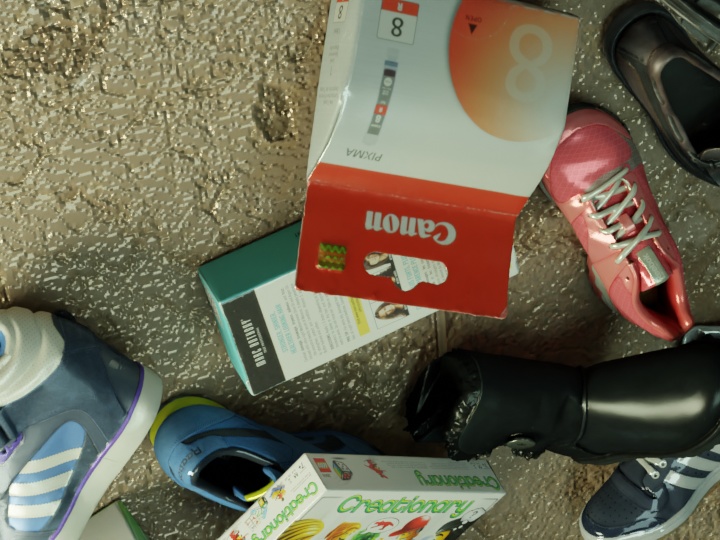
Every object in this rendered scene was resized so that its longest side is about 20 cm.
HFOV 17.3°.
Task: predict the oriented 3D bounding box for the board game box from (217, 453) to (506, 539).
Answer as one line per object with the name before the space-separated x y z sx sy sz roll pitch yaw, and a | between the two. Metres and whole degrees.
board game box | -0.005 0.176 1.619 0.200 0.035 0.126 7 134 -50

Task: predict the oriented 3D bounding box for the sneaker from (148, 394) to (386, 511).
sneaker | -0.051 0.144 1.609 0.200 0.078 0.066 18 109 -34

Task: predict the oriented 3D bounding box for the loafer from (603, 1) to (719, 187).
loafer | 0.235 -0.101 1.592 0.072 0.063 0.200 -45 128 7

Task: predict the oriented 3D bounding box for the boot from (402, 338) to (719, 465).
boot | 0.143 0.089 1.612 0.168 0.200 0.077 8 72 -31

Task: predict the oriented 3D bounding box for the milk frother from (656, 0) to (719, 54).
milk frother | 0.236 -0.241 1.418 0.180 0.200 0.188 6 117 -23

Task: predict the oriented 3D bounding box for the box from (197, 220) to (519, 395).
box | 0.000 0.000 1.556 0.200 0.049 0.082 -24 126 -9

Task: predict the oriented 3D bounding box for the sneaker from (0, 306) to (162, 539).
sneaker | -0.235 0.111 1.509 0.146 0.081 0.200 28 109 -27

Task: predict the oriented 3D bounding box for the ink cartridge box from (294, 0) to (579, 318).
ink cartridge box | 0.048 -0.077 1.480 0.162 0.050 0.200 8 86 -28

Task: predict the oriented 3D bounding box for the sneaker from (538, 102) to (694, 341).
sneaker | 0.182 -0.031 1.597 0.074 0.087 0.200 -34 128 -3

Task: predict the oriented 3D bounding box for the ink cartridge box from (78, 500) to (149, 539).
ink cartridge box | -0.161 0.269 1.642 0.117 0.067 0.200 -33 128 -3

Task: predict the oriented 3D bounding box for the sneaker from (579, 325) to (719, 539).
sneaker | 0.233 0.115 1.724 0.200 0.070 0.109 -34 133 -10
